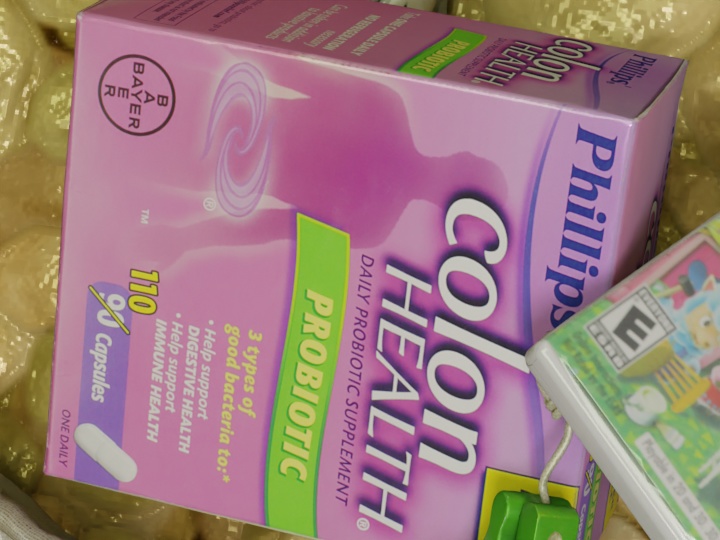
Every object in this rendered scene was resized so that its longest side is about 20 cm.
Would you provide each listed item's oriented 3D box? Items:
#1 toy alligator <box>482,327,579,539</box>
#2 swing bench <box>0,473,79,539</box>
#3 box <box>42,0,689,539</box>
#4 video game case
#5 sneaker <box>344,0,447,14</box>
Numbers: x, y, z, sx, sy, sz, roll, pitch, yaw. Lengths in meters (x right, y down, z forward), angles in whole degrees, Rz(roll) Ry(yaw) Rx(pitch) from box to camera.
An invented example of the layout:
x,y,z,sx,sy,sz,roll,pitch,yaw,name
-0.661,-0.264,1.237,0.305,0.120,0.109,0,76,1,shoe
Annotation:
x,y,z,sx,sy,sz,roll,pitch,yaw,name
0.050,0.117,0.828,0.059,0.054,0.200,8,86,-22,toy alligator
-0.192,0.152,0.948,0.199,0.130,0.200,37,86,20,swing bench
0.000,0.000,0.889,0.200,0.097,0.176,12,110,13,box
0.182,0.058,0.809,0.182,0.022,0.200,-34,84,-17,video game case
-0.012,-0.080,0.955,0.074,0.089,0.200,14,86,17,sneaker
